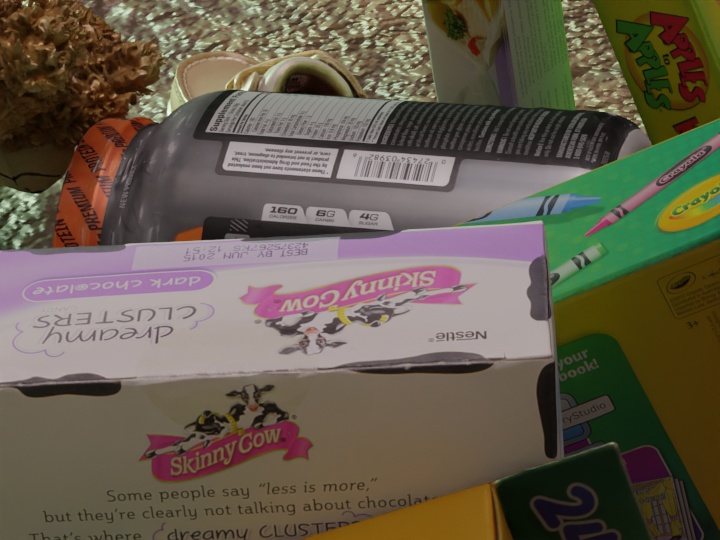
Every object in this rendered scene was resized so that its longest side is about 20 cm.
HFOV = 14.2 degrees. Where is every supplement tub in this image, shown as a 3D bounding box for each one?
[{"bbox_3d":[0.000,0.000,1.021,0.199,0.123,0.123,4,32,16],"label":"supplement tub"}]

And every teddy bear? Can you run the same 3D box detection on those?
[{"bbox_3d":[-0.153,-0.065,1.023,0.144,0.067,0.200,-20,-13,10],"label":"teddy bear"}]

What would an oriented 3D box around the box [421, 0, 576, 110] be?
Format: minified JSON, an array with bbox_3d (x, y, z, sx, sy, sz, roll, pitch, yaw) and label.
[{"bbox_3d":[0.051,-0.078,1.065,0.039,0.201,0.041,11,35,35],"label":"box"}]

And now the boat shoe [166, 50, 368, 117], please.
[{"bbox_3d":[-0.021,-0.054,1.163,0.073,0.070,0.200,-20,34,-23],"label":"boat shoe"}]

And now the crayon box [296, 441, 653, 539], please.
[{"bbox_3d":[-0.008,0.134,0.750,0.199,0.126,0.052,-18,29,10],"label":"crayon box"}]

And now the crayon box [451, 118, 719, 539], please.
[{"bbox_3d":[0.058,0.043,0.881,0.199,0.119,0.058,-21,33,15],"label":"crayon box"}]

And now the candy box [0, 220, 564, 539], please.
[{"bbox_3d":[-0.025,0.091,0.799,0.167,0.201,0.072,-2,31,4],"label":"candy box"}]

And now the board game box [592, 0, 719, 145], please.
[{"bbox_3d":[0.145,-0.082,1.059,0.047,0.201,0.101,-9,19,49],"label":"board game box"}]
